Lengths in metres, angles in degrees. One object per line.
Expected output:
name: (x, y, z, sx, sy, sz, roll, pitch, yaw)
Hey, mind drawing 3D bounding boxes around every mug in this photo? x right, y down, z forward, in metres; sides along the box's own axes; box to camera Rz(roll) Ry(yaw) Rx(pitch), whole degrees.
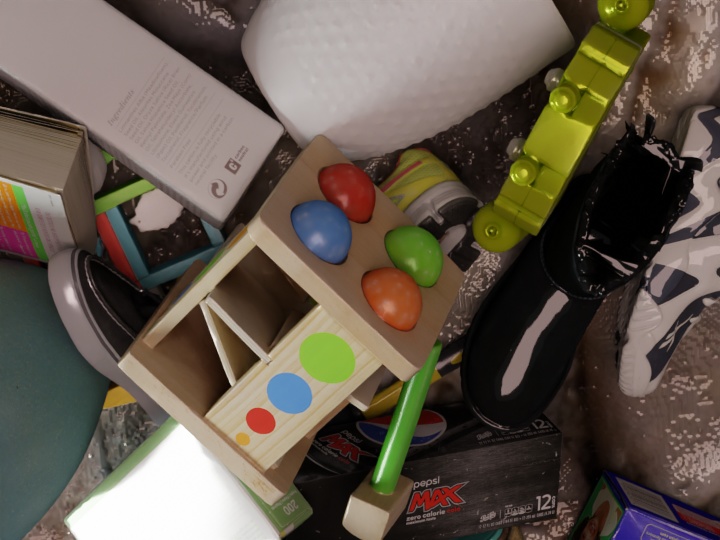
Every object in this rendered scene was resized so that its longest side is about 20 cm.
mug: (0.008, -0.174, 1.084, 0.175, 0.148, 0.201, -33, 85, 8)

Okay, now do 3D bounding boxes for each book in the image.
book: (-0.266, -0.059, 1.083, 0.198, 0.134, 0.048, 14, 64, 3)

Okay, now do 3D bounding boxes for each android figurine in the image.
android figurine: (0.124, -0.090, 1.042, 0.041, 0.200, 0.183, 30, 109, 7)

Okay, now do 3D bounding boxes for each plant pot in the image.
plant pot: (-0.239, 0.070, 1.115, 0.134, 0.199, 0.202, -32, 107, -32)

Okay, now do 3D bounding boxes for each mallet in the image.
mallet: (0.040, 0.063, 1.195, 0.200, 0.041, 0.066, -39, 109, 2)

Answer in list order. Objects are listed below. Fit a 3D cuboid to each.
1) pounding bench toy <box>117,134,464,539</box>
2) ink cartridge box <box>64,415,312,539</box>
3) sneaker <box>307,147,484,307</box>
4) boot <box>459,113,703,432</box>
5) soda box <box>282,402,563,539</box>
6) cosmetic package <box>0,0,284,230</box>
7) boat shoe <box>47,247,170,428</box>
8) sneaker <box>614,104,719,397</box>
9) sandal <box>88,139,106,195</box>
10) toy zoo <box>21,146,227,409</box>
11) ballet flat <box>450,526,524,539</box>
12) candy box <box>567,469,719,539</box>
pounding bench toy: (-0.007, 0.048, 1.038, 0.200, 0.124, 0.156, 43, 120, -8)
ink cartridge box: (-0.083, 0.194, 1.107, 0.200, 0.048, 0.145, 51, 124, 5)
sneaker: (0.000, 0.000, 1.158, 0.200, 0.091, 0.078, -42, 136, 19)
boot: (0.135, 0.006, 1.095, 0.073, 0.162, 0.199, 30, 81, -3)
soda box: (0.033, 0.138, 1.165, 0.198, 0.063, 0.071, -8, 116, -20)
cosmetic package: (-0.148, -0.111, 1.086, 0.199, 0.101, 0.072, 34, 85, -4)
boat shoe: (-0.123, 0.050, 1.115, 0.066, 0.070, 0.201, -22, 128, 14)
sneaker: (0.250, 0.001, 1.167, 0.128, 0.079, 0.201, 16, 93, 1)
sandal: (-0.253, -0.094, 1.122, 0.201, 0.050, 0.083, 18, 147, 5)
toy zoo: (-0.148, 0.006, 1.174, 0.130, 0.020, 0.201, -23, 104, 2)
ballet flat: (0.029, 0.237, 1.224, 0.199, 0.071, 0.071, -28, 104, 4)
candy box: (0.207, 0.269, 1.234, 0.168, 0.077, 0.201, 23, 100, -10)
